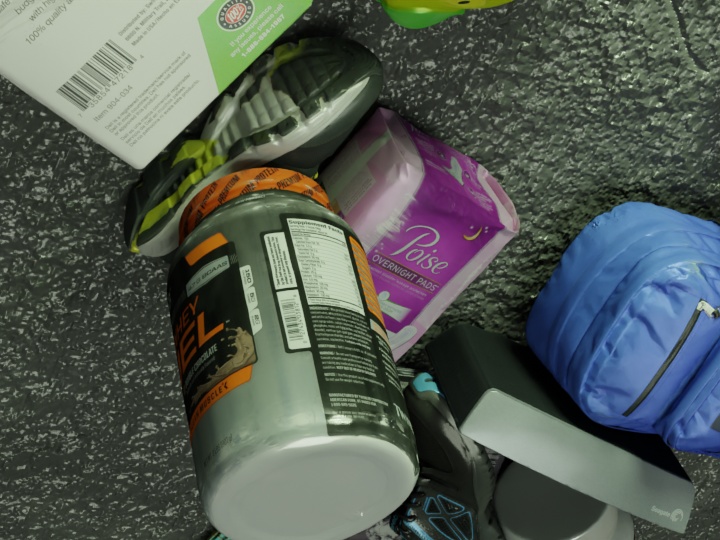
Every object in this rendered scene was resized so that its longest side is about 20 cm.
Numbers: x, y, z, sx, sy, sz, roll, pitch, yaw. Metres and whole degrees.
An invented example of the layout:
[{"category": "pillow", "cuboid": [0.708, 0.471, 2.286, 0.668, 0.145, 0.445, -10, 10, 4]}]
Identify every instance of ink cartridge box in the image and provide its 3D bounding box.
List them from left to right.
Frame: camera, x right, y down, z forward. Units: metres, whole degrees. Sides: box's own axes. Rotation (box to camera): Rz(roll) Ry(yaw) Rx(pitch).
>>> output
[{"category": "ink cartridge box", "cuboid": [-0.148, -0.171, 0.798, 0.145, 0.084, 0.200, -41, 130, 15]}]

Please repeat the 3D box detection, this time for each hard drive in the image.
[{"category": "hard drive", "cuboid": [0.148, 0.110, 1.088, 0.199, 0.135, 0.042, 26, 109, -20]}]

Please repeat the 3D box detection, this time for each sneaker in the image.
[{"category": "sneaker", "cuboid": [-0.058, -0.068, 0.933, 0.200, 0.075, 0.085, -35, 137, 22]}, {"category": "sneaker", "cuboid": [0.056, 0.165, 1.120, 0.082, 0.073, 0.201, -23, 126, -9]}]

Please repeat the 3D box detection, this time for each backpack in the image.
[{"category": "backpack", "cuboid": [0.235, 0.046, 1.060, 0.199, 0.168, 0.163, 20, 108, -30]}]

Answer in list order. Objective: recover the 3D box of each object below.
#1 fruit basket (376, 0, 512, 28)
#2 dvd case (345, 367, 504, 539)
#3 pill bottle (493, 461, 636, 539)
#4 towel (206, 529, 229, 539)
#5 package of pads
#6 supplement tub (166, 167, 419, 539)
[{"category": "fruit basket", "cuboid": [0.090, -0.212, 0.819, 0.215, 0.155, 0.217, -12, 118, -24]}, {"category": "dvd case", "cuboid": [0.037, 0.166, 1.168, 0.148, 0.016, 0.201, 8, 116, -28]}, {"category": "pill bottle", "cuboid": [0.176, 0.244, 1.235, 0.114, 0.114, 0.201, -22, 132, -1]}, {"category": "towel", "cuboid": [-0.070, 0.245, 1.213, 0.146, 0.022, 0.200, 32, 113, -36]}, {"category": "package of pads", "cuboid": [0.000, 0.000, 0.999, 0.120, 0.076, 0.200, 26, 116, -37]}, {"category": "supplement tub", "cuboid": [-0.044, 0.046, 0.854, 0.122, 0.201, 0.123, -9, 141, -7]}]
